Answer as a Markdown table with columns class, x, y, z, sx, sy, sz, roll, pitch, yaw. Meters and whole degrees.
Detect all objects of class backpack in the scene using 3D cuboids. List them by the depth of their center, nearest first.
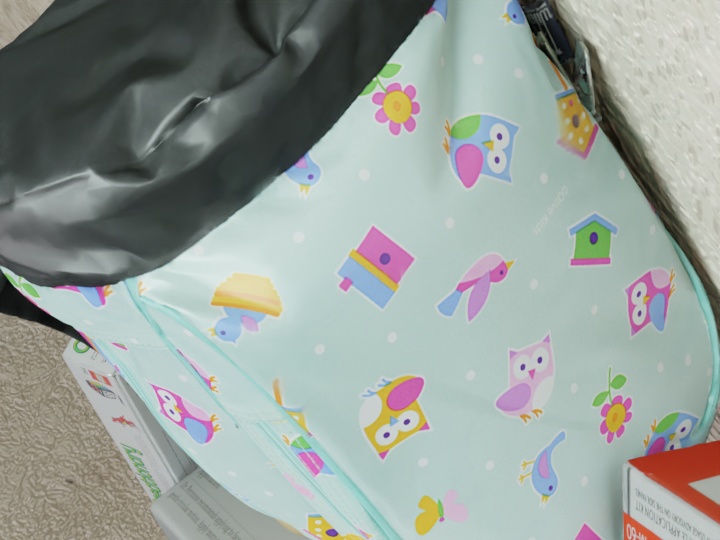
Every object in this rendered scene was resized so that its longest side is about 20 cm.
| class | x | y | z | sx | sy | sz | roll | pitch | yaw |
| --- | --- | --- | --- | --- | --- | --- | --- | --- | --- |
| backpack | 0.000 | 0.000 | 0.613 | 0.127 | 0.167 | 0.200 | 32 | 163 | 54 |

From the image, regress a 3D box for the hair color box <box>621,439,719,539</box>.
| class | x | y | z | sx | sy | sz | roll | pitch | yaw |
| --- | --- | --- | --- | --- | --- | --- | --- | --- | --- |
| hair color box | 0.116 | 0.151 | 0.584 | 0.111 | 0.064 | 0.200 | -149 | 51 | -66 |

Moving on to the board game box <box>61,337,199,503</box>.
| class | x | y | z | sx | sy | sz | roll | pitch | yaw |
| --- | --- | --- | --- | --- | --- | --- | --- | --- | --- |
| board game box | -0.090 | 0.040 | 1.256 | 0.035 | 0.126 | 0.200 | 21 | 158 | 19 |

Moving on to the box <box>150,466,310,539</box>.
| class | x | y | z | sx | sy | sz | roll | pitch | yaw |
| --- | --- | --- | --- | --- | --- | --- | --- | --- | --- |
| box | 0.016 | 0.178 | 1.208 | 0.200 | 0.131 | 0.199 | 56 | 170 | -17 |

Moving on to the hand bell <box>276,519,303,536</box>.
| class | x | y | z | sx | sy | sz | roll | pitch | yaw |
| --- | --- | --- | --- | --- | --- | --- | --- | --- | --- |
| hand bell | -0.009 | 0.116 | 1.004 | 0.200 | 0.104 | 0.104 | -105 | -12 | -54 |
